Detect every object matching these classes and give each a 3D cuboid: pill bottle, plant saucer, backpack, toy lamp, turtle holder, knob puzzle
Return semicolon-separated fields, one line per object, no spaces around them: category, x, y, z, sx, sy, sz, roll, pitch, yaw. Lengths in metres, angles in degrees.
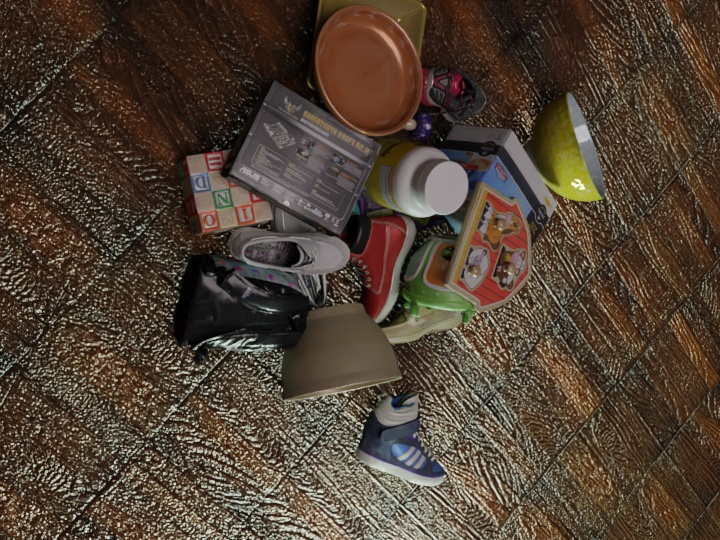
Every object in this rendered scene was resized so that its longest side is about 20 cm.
pill bottle;0.080;-0.145;1.566;0.111;0.200;0.112;-9;108;-30
plant saucer;0.002;-0.352;1.565;0.199;0.048;0.201;13;81;-32
plant saucer;0.007;-0.302;1.510;0.199;0.037;0.202;5;81;-34
backpack;-0.179;0.050;1.541;0.199;0.127;0.168;7;119;-27
toy lamp;0.024;-0.248;1.622;0.199;0.058;0.059;0;104;-31
turtle holder;0.149;0.009;1.676;0.185;0.140;0.133;-8;107;-64
knob puzzle;0.229;-0.025;1.616;0.219;0.030;0.221;-10;105;-43

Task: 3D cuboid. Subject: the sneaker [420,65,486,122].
sneaker;0.165;-0.291;1.653;0.200;0.074;0.081;-3;99;-60

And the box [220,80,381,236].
box;-0.087;-0.166;1.492;0.199;0.048;0.159;28;79;-21

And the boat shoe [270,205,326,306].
boat shoe;-0.089;-0.037;1.606;0.073;0.067;0.201;-26;114;-22

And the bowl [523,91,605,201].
bowl;0.358;-0.208;1.787;0.107;0.201;0.201;-18;121;21

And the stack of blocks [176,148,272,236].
stack of blocks;-0.168;-0.128;1.517;0.199;0.058;0.116;-13;91;-25

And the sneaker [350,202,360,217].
sneaker;-0.047;-0.144;1.595;0.077;0.080;0.201;-33;119;-19

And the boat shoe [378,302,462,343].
boat shoe;0.093;0.084;1.752;0.199;0.072;0.065;-12;99;-29

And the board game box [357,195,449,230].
board game box;0.079;-0.126;1.706;0.199;0.032;0.121;-15;115;-28

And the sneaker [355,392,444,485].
sneaker;0.097;0.300;1.803;0.199;0.081;0.147;22;96;-28

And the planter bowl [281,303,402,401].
planter bowl;-0.041;0.130;1.626;0.199;0.200;0.136;-5;79;-29

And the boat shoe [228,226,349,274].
boat shoe;-0.100;-0.027;1.514;0.199;0.068;0.072;13;103;-29

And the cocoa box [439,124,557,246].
cocoa box;0.221;-0.133;1.701;0.132;0.133;0.200;-57;132;-18

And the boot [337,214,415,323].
boot;0.000;0.000;1.647;0.144;0.072;0.201;-2;117;-40
